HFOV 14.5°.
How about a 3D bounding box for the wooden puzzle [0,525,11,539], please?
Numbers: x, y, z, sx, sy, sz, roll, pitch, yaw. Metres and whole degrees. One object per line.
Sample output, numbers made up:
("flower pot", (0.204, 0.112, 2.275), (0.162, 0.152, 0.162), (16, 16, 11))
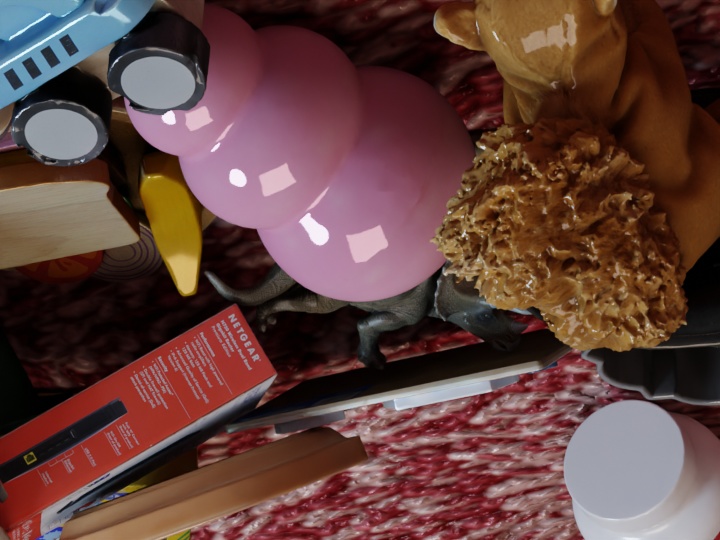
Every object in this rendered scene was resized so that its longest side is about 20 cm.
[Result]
("wooden puzzle", (-0.298, 0.092, 1.536), (0.185, 0.046, 0.200), (14, 144, 37))

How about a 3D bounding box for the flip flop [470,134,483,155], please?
("flip flop", (0.030, -0.038, 1.570), (0.199, 0.058, 0.081), (6, 150, -17))

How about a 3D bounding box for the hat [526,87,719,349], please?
("hat", (0.180, -0.011, 1.502), (0.200, 0.201, 0.081), (-12, 138, 14))

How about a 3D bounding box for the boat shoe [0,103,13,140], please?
("boat shoe", (-0.273, -0.083, 1.442), (0.199, 0.072, 0.065), (-1, 157, 2))

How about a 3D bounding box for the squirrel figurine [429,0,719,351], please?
("squirrel figurine", (0.109, -0.067, 1.393), (0.141, 0.200, 0.187), (-4, 140, 20))

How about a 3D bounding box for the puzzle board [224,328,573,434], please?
("puzzle board", (0.034, 0.067, 1.701), (0.199, 0.017, 0.151), (-13, -176, 19))

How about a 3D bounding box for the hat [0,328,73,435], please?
("hat", (-0.265, 0.014, 1.668), (0.165, 0.177, 0.200), (-15, -175, -29))

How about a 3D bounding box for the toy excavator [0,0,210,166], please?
("toy excavator", (-0.192, -0.140, 1.338), (0.194, 0.100, 0.200), (-26, 132, 31))

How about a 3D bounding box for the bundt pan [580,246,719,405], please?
("bundt pan", (0.224, 0.002, 1.650), (0.201, 0.076, 0.202), (-4, 151, -2))

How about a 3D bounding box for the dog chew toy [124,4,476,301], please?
("dog chew toy", (-0.037, -0.068, 1.451), (0.200, 0.125, 0.124), (30, 138, -27))

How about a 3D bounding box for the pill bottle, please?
("pill bottle", (0.210, 0.163, 1.904), (0.112, 0.113, 0.200), (-15, 150, 19))

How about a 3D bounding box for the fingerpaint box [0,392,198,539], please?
("fingerpaint box", (-0.211, 0.147, 1.859), (0.199, 0.074, 0.167), (0, 151, -8))

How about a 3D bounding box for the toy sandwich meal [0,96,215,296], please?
("toy sandwich meal", (-0.166, -0.031, 1.544), (0.204, 0.070, 0.205), (-3, 151, -2))

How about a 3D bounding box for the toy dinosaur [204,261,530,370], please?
("toy dinosaur", (0.000, 0.000, 1.642), (0.200, 0.077, 0.102), (20, 131, -29))

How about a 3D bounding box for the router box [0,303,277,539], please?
("router box", (-0.144, 0.097, 1.660), (0.179, 0.049, 0.200), (-30, 175, -10))

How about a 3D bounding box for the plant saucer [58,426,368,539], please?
("plant saucer", (-0.093, 0.133, 1.692), (0.200, 0.032, 0.200), (-19, 178, -1))
